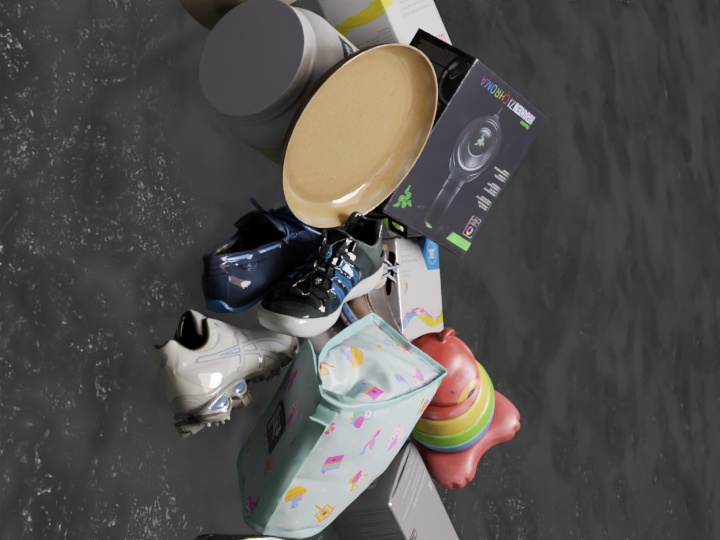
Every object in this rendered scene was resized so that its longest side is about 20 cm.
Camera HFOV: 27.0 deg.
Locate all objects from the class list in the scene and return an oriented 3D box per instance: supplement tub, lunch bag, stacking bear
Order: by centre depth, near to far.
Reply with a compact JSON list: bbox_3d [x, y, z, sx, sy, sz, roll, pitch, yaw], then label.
[{"bbox_3d":[-0.030,0.150,1.425,0.122,0.171,0.200,38,25,13],"label":"lunch bag"},{"bbox_3d":[-0.058,-0.176,1.514,0.200,0.144,0.146,31,55,-57],"label":"supplement tub"},{"bbox_3d":[0.091,0.130,1.595,0.121,0.114,0.200,-44,154,-12],"label":"stacking bear"}]

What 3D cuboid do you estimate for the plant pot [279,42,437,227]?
[{"bbox_3d":[-0.006,-0.135,1.460,0.199,0.027,0.201,-30,141,-28],"label":"plant pot"}]

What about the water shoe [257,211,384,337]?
[{"bbox_3d":[-0.039,-0.002,1.446,0.200,0.071,0.080,-39,140,-58],"label":"water shoe"}]

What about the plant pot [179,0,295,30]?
[{"bbox_3d":[-0.073,-0.347,1.479,0.187,0.199,0.189,27,59,-57],"label":"plant pot"}]

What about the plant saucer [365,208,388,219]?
[{"bbox_3d":[0.049,-0.144,1.691,0.199,0.029,0.201,-29,136,-32],"label":"plant saucer"}]

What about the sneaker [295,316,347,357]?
[{"bbox_3d":[-0.018,0.088,1.585,0.076,0.080,0.201,-50,124,-54],"label":"sneaker"}]

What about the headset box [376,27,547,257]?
[{"bbox_3d":[0.084,-0.130,1.640,0.201,0.093,0.174,-58,143,3],"label":"headset box"}]

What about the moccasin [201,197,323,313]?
[{"bbox_3d":[-0.090,-0.028,1.476,0.200,0.080,0.069,-52,135,-56],"label":"moccasin"}]

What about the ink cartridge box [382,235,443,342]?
[{"bbox_3d":[0.044,0.063,1.714,0.116,0.067,0.202,-7,93,-63],"label":"ink cartridge box"}]

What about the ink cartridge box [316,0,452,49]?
[{"bbox_3d":[0.017,-0.315,1.737,0.201,0.083,0.145,66,28,-7],"label":"ink cartridge box"}]

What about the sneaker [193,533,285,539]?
[{"bbox_3d":[-0.090,0.294,1.394,0.200,0.073,0.082,37,54,-51],"label":"sneaker"}]

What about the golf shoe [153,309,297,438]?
[{"bbox_3d":[-0.124,0.070,1.395,0.098,0.078,0.200,62,25,-7],"label":"golf shoe"}]

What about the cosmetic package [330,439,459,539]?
[{"bbox_3d":[0.046,0.298,1.639,0.201,0.090,0.107,62,30,-27],"label":"cosmetic package"}]

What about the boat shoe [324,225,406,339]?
[{"bbox_3d":[0.000,0.000,1.567,0.201,0.072,0.072,58,16,13],"label":"boat shoe"}]

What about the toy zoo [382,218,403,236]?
[{"bbox_3d":[0.019,-0.158,1.781,0.132,0.020,0.201,-71,142,-53],"label":"toy zoo"}]
